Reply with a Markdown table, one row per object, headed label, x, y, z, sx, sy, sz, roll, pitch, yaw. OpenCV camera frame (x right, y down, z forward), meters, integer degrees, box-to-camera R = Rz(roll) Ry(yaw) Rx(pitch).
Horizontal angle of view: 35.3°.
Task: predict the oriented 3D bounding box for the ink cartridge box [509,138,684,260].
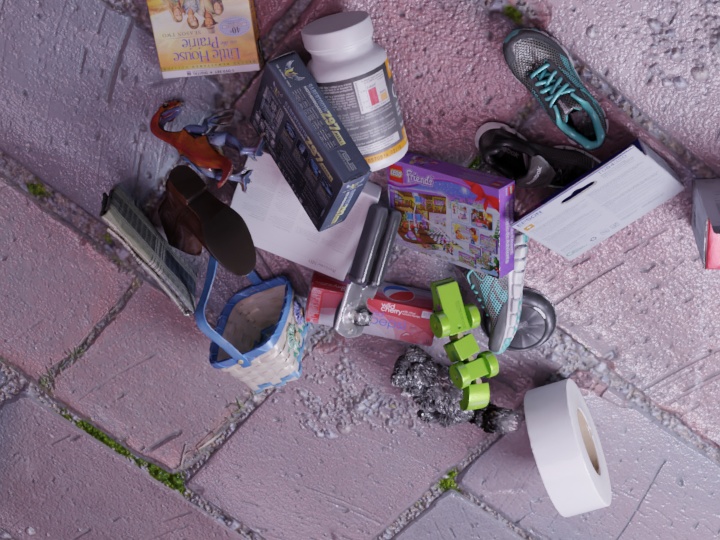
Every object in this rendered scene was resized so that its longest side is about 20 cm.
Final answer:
| label | x | y | z | sx | sy | sz | roll | pitch | yaw |
| --- | --- | --- | --- | --- | --- | --- | --- | --- | --- |
| ink cartridge box | 0.320 | -0.101 | 1.547 | 0.196 | 0.043 | 0.200 | -34 | 149 | 23 |

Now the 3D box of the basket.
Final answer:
| label | x | y | z | sx | sy | sz | roll | pitch | yaw |
| --- | --- | --- | --- | --- | --- | --- | --- | --- | --- |
| basket | -0.168 | 0.070 | 1.701 | 0.139 | 0.176 | 0.200 | -25 | 127 | 29 |

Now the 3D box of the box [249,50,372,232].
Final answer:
| label | x | y | z | sx | sy | sz | roll | pitch | yaw |
| --- | --- | --- | --- | --- | --- | --- | --- | --- | --- |
| box | -0.071 | -0.171 | 1.529 | 0.200 | 0.051 | 0.158 | 57 | 157 | 12 |

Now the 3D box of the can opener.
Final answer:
| label | x | y | z | sx | sy | sz | roll | pitch | yaw |
| --- | --- | --- | --- | --- | --- | --- | --- | --- | --- |
| can opener | 0.000 | 0.000 | 1.639 | 0.053 | 0.067 | 0.200 | 13 | 96 | -37 |

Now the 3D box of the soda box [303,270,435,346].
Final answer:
| label | x | y | z | sx | sy | sz | roll | pitch | yaw |
| --- | --- | --- | --- | --- | --- | --- | --- | --- | --- |
| soda box | 0.019 | 0.055 | 1.720 | 0.200 | 0.070 | 0.063 | 12 | 117 | 1 |

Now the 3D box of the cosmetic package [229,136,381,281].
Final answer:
| label | x | y | z | sx | sy | sz | roll | pitch | yaw |
| --- | --- | --- | --- | --- | --- | --- | --- | --- | --- |
| cosmetic package | -0.088 | -0.089 | 1.669 | 0.200 | 0.052 | 0.151 | 22 | 117 | -4 |

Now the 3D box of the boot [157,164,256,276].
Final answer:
| label | x | y | z | sx | sy | sz | roll | pitch | yaw |
| --- | --- | --- | --- | --- | --- | --- | --- | --- | --- |
| boot | -0.227 | -0.045 | 1.633 | 0.186 | 0.064 | 0.200 | 57 | 156 | 7 |

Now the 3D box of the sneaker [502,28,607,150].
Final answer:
| label | x | y | z | sx | sy | sz | roll | pitch | yaw |
| --- | --- | --- | --- | --- | --- | --- | --- | --- | --- |
| sneaker | 0.267 | -0.238 | 1.505 | 0.078 | 0.091 | 0.200 | -41 | 106 | 17 |

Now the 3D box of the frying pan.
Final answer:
| label | x | y | z | sx | sy | sz | roll | pitch | yaw |
| --- | --- | --- | --- | --- | --- | --- | --- | --- | --- |
| frying pan | 0.239 | 0.047 | 1.712 | 0.115 | 0.031 | 0.190 | -3 | 120 | 7 |

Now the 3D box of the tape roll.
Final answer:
| label | x | y | z | sx | sy | sz | roll | pitch | yaw |
| --- | --- | --- | --- | --- | --- | --- | --- | --- | --- |
| tape roll | 0.316 | 0.269 | 1.722 | 0.071 | 0.202 | 0.203 | -20 | 114 | 17 |

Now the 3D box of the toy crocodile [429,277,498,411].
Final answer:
| label | x | y | z | sx | sy | sz | roll | pitch | yaw |
| --- | --- | --- | --- | --- | --- | --- | --- | --- | --- |
| toy crocodile | 0.146 | 0.108 | 1.660 | 0.067 | 0.062 | 0.200 | -20 | 90 | -25 |

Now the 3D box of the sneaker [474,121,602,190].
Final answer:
| label | x | y | z | sx | sy | sz | roll | pitch | yaw |
| --- | --- | --- | --- | --- | --- | --- | --- | --- | --- |
| sneaker | 0.251 | -0.141 | 1.570 | 0.200 | 0.091 | 0.067 | 20 | 120 | -3 |

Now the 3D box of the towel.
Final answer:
| label | x | y | z | sx | sy | sz | roll | pitch | yaw |
| --- | --- | --- | --- | --- | --- | --- | --- | --- | --- |
| towel | -0.312 | -0.029 | 1.658 | 0.035 | 0.193 | 0.200 | -37 | 107 | 4 |

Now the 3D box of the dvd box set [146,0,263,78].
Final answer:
| label | x | y | z | sx | sy | sz | roll | pitch | yaw |
| --- | --- | --- | --- | --- | --- | --- | --- | --- | --- |
| dvd box set | -0.220 | -0.367 | 1.549 | 0.146 | 0.029 | 0.200 | -2 | 117 | 9 |

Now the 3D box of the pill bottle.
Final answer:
| label | x | y | z | sx | sy | sz | roll | pitch | yaw |
| --- | --- | --- | --- | --- | --- | --- | --- | --- | --- |
| pill bottle | -0.010 | -0.241 | 1.538 | 0.116 | 0.116 | 0.200 | -9 | 117 | 12 |

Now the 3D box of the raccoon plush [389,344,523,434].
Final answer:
| label | x | y | z | sx | sy | sz | roll | pitch | yaw |
| --- | --- | --- | --- | --- | --- | --- | --- | --- | --- |
| raccoon plush | 0.141 | 0.173 | 1.715 | 0.200 | 0.097 | 0.134 | 2 | 152 | 31 |

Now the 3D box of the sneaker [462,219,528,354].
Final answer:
| label | x | y | z | sx | sy | sz | roll | pitch | yaw |
| --- | --- | --- | --- | --- | --- | --- | --- | --- | --- |
| sneaker | 0.194 | 0.021 | 1.664 | 0.091 | 0.078 | 0.200 | 6 | 97 | 13 |

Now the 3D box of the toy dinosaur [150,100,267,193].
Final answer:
| label | x | y | z | sx | sy | sz | roll | pitch | yaw |
| --- | --- | --- | --- | --- | --- | --- | --- | --- | --- |
| toy dinosaur | -0.225 | -0.185 | 1.579 | 0.181 | 0.200 | 0.105 | 21 | 96 | 10 |

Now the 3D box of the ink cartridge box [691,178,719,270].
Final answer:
| label | x | y | z | sx | sy | sz | roll | pitch | yaw |
| --- | --- | --- | --- | --- | --- | --- | --- | --- | --- |
| ink cartridge box | 0.559 | -0.057 | 1.524 | 0.200 | 0.176 | 0.084 | -2 | 118 | 10 |

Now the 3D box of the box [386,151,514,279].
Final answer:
| label | x | y | z | sx | sy | sz | roll | pitch | yaw |
| --- | --- | --- | --- | --- | --- | --- | --- | --- | --- |
| box | 0.126 | -0.081 | 1.592 | 0.200 | 0.039 | 0.137 | 20 | 127 | 37 |
